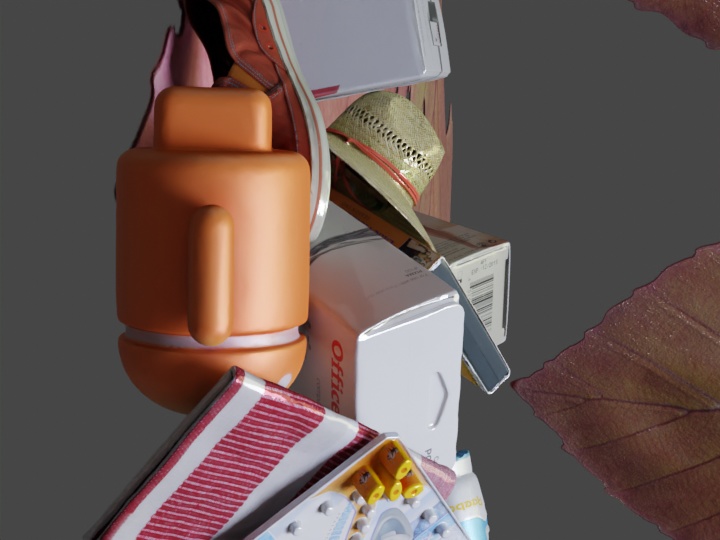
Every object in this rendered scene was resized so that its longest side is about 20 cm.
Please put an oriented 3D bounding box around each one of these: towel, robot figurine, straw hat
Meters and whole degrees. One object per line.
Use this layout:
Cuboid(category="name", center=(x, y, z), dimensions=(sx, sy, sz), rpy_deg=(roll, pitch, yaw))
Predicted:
Cuboid(category="towel", center=(-0.047, 0.143, 0.791), dimensions=(0.199, 0.144, 0.023), rpy_deg=(31, 15, -42))
Cuboid(category="robot figurine", center=(-0.085, -0.004, 0.781), dimensions=(0.116, 0.143, 0.204), rpy_deg=(-4, 98, -42))
Cuboid(category="straw hat", center=(0.016, -0.095, 1.070), dimensions=(0.085, 0.200, 0.201), rpy_deg=(-49, 163, -7))

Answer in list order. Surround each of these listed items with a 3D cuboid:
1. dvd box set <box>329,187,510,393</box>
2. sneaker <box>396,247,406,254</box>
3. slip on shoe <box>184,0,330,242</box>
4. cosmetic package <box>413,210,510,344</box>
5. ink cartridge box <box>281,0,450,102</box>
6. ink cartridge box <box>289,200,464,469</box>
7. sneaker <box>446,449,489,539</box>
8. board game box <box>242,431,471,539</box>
Cuboid(category="dvd box set", center=(0.027, 0.008, 1.095), dimensions=(0.029, 0.199, 0.147), rpy_deg=(-43, 131, -11))
Cuboid(category="sneaker", center=(0.000, 0.000, 0.986), dimensions=(0.075, 0.200, 0.079), rpy_deg=(-18, 148, -40))
Cuboid(category="slip on shoe", center=(-0.066, -0.106, 0.864), dimensions=(0.074, 0.060, 0.202), rpy_deg=(121, -46, -60))
Cuboid(category="cosmetic package", center=(0.038, 0.004, 1.253), dimensions=(0.087, 0.199, 0.105), rpy_deg=(-20, 120, -40))
Cuboid(category="ink cartridge box", center=(-0.011, -0.184, 1.078), dimensions=(0.200, 0.144, 0.084), rpy_deg=(-44, 124, -78))
Cuboid(category="ink cartridge box", center=(-0.026, 0.043, 0.891), dimensions=(0.199, 0.082, 0.148), rpy_deg=(37, -43, 44))
Cuboid(category="sneaker", center=(0.034, 0.198, 1.039), dimensions=(0.200, 0.076, 0.082), rpy_deg=(-40, -115, 64))
Cuboid(category="board game box", center=(-0.016, 0.219, 0.829), dimensions=(0.026, 0.199, 0.201), rpy_deg=(48, -7, 48))
